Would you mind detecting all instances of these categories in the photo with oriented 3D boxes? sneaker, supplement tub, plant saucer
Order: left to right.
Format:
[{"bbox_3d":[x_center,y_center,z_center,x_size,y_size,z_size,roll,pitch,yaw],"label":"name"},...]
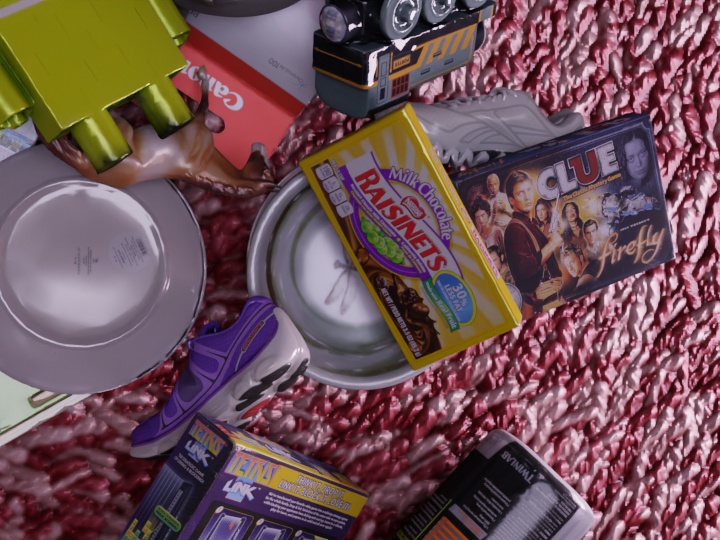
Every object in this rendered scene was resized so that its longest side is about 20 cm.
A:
[{"bbox_3d":[-0.123,0.092,0.948,0.200,0.081,0.083,-40,69,26],"label":"sneaker"},{"bbox_3d":[0.000,0.000,0.974,0.200,0.050,0.200,-1,95,-11],"label":"plant saucer"},{"bbox_3d":[0.099,0.249,1.004,0.123,0.123,0.200,45,86,-12],"label":"supplement tub"},{"bbox_3d":[0.105,-0.126,0.991,0.200,0.075,0.081,13,107,-20],"label":"sneaker"}]

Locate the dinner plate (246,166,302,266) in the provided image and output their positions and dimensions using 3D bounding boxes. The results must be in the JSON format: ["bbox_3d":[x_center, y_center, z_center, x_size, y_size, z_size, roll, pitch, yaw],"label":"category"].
[{"bbox_3d":[-0.002,-0.008,1.010,0.200,0.024,0.200,-1,96,-13],"label":"dinner plate"}]

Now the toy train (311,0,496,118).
[{"bbox_3d":[0.039,-0.202,0.936,0.200,0.085,0.114,-31,138,-42],"label":"toy train"}]

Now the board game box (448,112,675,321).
[{"bbox_3d":[0.171,-0.043,0.975,0.200,0.035,0.136,-21,107,-20],"label":"board game box"}]

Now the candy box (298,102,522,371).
[{"bbox_3d":[0.041,-0.024,0.920,0.102,0.026,0.200,-26,101,19],"label":"candy box"}]

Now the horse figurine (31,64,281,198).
[{"bbox_3d":[-0.170,-0.110,0.885,0.200,0.050,0.133,-4,69,-35],"label":"horse figurine"}]

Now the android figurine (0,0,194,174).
[{"bbox_3d":[-0.210,-0.174,0.825,0.182,0.041,0.200,-39,98,-36],"label":"android figurine"}]

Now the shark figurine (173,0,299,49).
[{"bbox_3d":[-0.096,-0.228,0.895,0.214,0.090,0.128,1,110,-1],"label":"shark figurine"}]

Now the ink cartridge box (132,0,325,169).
[{"bbox_3d":[-0.097,-0.202,0.960,0.162,0.057,0.200,33,83,-13],"label":"ink cartridge box"}]

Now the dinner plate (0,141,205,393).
[{"bbox_3d":[-0.218,-0.005,0.886,0.200,0.024,0.200,2,83,-19],"label":"dinner plate"}]

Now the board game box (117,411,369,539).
[{"bbox_3d":[-0.102,0.222,0.939,0.165,0.057,0.200,-59,141,-3],"label":"board game box"}]

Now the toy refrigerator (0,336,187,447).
[{"bbox_3d":[-0.249,0.072,0.941,0.200,0.070,0.076,-29,100,-9],"label":"toy refrigerator"}]

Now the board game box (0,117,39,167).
[{"bbox_3d":[-0.331,-0.127,0.909,0.147,0.064,0.200,29,90,-14],"label":"board game box"}]
